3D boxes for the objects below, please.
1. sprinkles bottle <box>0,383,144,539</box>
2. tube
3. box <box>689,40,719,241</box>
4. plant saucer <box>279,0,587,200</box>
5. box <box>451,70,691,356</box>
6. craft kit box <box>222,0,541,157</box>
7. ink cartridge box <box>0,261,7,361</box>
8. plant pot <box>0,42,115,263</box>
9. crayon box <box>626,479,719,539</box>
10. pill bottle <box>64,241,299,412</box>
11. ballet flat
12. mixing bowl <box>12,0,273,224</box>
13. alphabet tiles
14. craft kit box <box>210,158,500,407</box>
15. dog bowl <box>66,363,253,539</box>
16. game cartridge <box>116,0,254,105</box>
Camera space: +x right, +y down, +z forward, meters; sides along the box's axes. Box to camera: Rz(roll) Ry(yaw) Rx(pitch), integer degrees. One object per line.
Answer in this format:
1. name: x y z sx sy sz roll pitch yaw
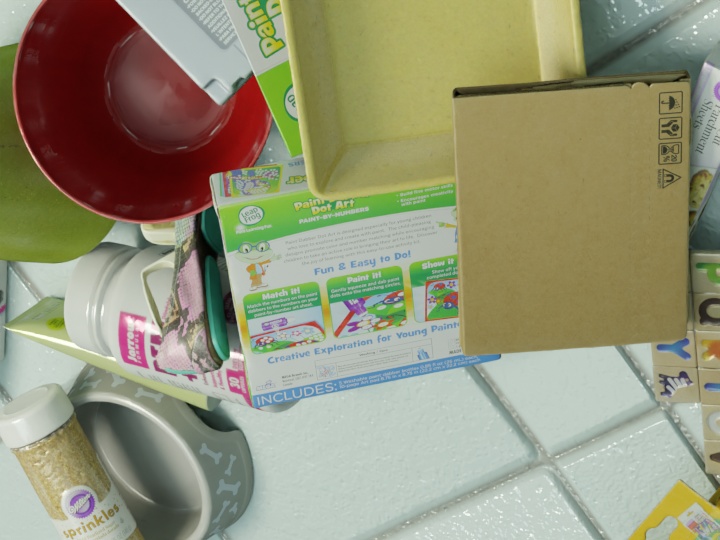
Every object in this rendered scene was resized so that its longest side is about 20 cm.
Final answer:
1. sprinkles bottle: -0.252 0.201 1.744 0.068 0.068 0.201 -14 111 37
2. tube: -0.211 0.067 1.712 0.199 0.052 0.058 19 164 17
3. box: 0.229 -0.066 1.369 0.041 0.039 0.201 28 130 11
4. plant saucer: 0.050 -0.160 1.329 0.199 0.048 0.201 -8 110 2
5. box: 0.146 -0.037 1.345 0.162 0.021 0.201 -4 118 0
6. craft kit box: 0.002 -0.207 1.359 0.197 0.049 0.201 -21 108 9
7. ink cartridge box: -0.393 0.032 1.803 0.115 0.068 0.201 24 128 18
8. plant pot: -0.316 -0.091 1.553 0.186 0.200 0.188 4 97 31
9. crayon box: 0.305 0.245 1.509 0.200 0.052 0.126 37 131 6
10. pill bottle: -0.139 0.042 1.619 0.199 0.113 0.114 13 124 26
11. ballet flat: -0.139 -0.011 1.541 0.071 0.201 0.069 -6 154 12
12. mixing bowl: -0.156 -0.140 1.496 0.199 0.108 0.201 1 96 5
13. alphabet tiles: 0.294 0.072 1.410 0.166 0.008 0.201 2 124 19
14. craft kit box: 0.000 0.000 1.456 0.199 0.049 0.198 -11 132 -5
15. dog bowl: -0.197 0.173 1.776 0.199 0.059 0.201 16 126 24
16. game cartridge: -0.077 -0.235 1.402 0.200 0.040 0.133 -44 95 11
